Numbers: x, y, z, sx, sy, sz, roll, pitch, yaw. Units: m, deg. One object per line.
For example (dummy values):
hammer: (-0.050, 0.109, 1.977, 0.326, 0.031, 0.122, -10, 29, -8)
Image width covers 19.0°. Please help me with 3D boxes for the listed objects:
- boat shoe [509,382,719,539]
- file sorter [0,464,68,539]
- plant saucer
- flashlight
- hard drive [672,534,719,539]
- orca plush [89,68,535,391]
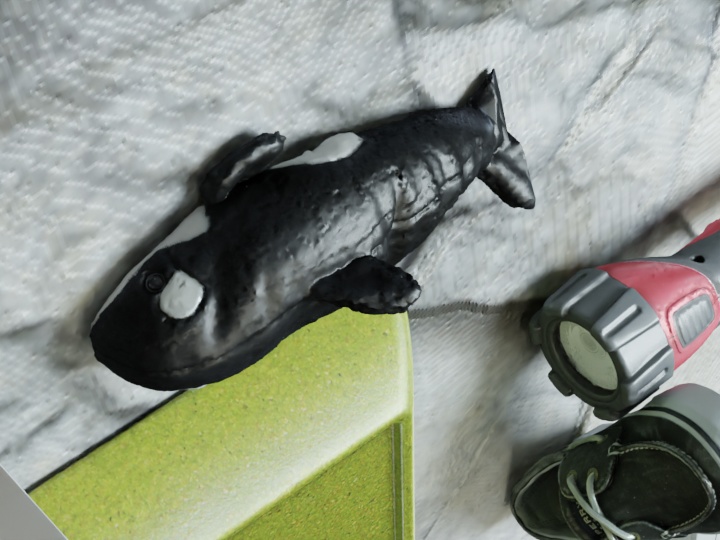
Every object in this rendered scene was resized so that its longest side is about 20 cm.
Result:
boat shoe: (0.129, 0.106, 1.010, 0.071, 0.072, 0.200, -31, 177, -19)
file sorter: (-0.176, 0.159, 0.695, 0.200, 0.139, 0.125, -38, 150, -17)
plant saucer: (-0.045, 0.122, 0.900, 0.200, 0.048, 0.200, -33, 145, -24)
flashlight: (0.169, -0.010, 1.014, 0.200, 0.068, 0.068, -37, 167, -28)
hard drive: (0.260, 0.121, 1.299, 0.200, 0.027, 0.132, -33, 145, -25)
orca plush: (0.000, 0.000, 0.801, 0.200, 0.071, 0.105, -19, 138, -39)
